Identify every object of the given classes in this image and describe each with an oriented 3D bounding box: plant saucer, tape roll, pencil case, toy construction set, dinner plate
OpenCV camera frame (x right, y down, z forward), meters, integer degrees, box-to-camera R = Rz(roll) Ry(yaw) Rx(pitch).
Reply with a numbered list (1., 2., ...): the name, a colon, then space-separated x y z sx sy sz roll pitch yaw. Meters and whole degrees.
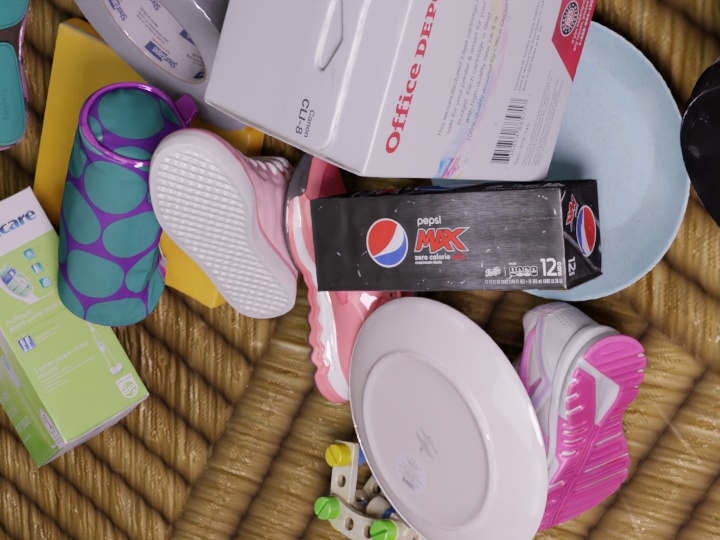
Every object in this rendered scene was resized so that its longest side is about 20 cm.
1. plant saucer: 0.140 -0.081 1.177 0.199 0.039 0.203 12 113 30
2. tape roll: -0.130 -0.195 1.230 0.200 0.066 0.201 38 162 14
3. pencil case: -0.182 -0.049 1.310 0.086 0.092 0.201 61 150 30
4. toy construction set: 0.000 0.245 1.343 0.131 0.092 0.202 38 126 37
5. dinner plate: 0.053 0.118 1.213 0.199 0.024 0.202 27 127 42

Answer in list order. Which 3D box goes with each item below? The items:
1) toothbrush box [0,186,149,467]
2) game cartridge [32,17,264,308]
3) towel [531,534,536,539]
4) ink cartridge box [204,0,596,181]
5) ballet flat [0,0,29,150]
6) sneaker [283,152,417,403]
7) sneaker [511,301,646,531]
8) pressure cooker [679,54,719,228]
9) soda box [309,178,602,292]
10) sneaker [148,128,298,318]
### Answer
1. toothbrush box: -0.275 0.051 1.434 0.201 0.086 0.145 61 156 2
2. game cartridge: -0.175 -0.088 1.389 0.199 0.032 0.178 26 119 20
3. towel: 0.088 0.145 1.250 0.144 0.023 0.202 -144 44 -64
4. ink cartridge box: 0.029 -0.147 1.078 0.144 0.199 0.147 26 106 35
5. ballet flat: -0.312 -0.202 1.422 0.071 0.069 0.202 26 121 45
6. sneaker: 0.000 0.000 1.291 0.086 0.074 0.202 -5 107 19
7. sneaker: 0.144 0.101 1.219 0.088 0.081 0.201 52 144 42
8. pressure cooker: 0.300 -0.103 0.970 0.178 0.200 0.177 33 154 30
9. soda box: 0.064 -0.023 1.176 0.198 0.063 0.072 -1 97 32
10. sneaker: -0.097 -0.061 1.264 0.075 0.106 0.201 -8 143 17
